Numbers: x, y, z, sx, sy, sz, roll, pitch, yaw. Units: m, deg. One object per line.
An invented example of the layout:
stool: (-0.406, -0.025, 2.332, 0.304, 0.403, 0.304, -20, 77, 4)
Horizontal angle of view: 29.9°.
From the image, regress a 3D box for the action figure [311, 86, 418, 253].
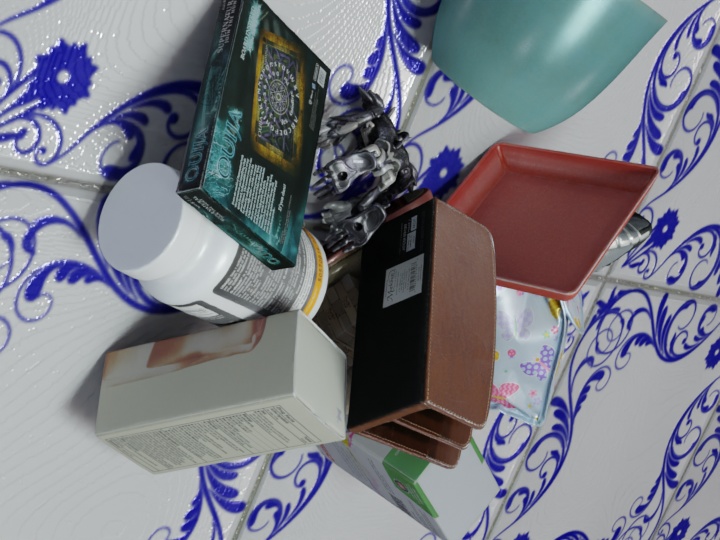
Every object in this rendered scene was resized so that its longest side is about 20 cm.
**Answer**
action figure: (-0.006, -0.097, 1.256, 0.200, 0.101, 0.120, -66, 136, -65)

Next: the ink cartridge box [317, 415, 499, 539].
ink cartridge box: (0.031, 0.177, 1.402, 0.084, 0.199, 0.145, -48, 141, -16)

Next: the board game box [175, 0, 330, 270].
board game box: (-0.085, -0.120, 1.124, 0.135, 0.028, 0.201, 41, 50, -46)

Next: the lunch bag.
lunch bag: (0.180, 0.041, 1.480, 0.170, 0.126, 0.201, -70, 171, -67)

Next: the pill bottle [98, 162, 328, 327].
pill bottle: (-0.125, -0.015, 1.169, 0.200, 0.116, 0.117, 30, 92, -52)

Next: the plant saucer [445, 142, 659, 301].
plant saucer: (0.177, -0.047, 1.373, 0.200, 0.199, 0.037, -50, 136, -33)

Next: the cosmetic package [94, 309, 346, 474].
cosmetic package: (-0.121, 0.110, 1.190, 0.103, 0.199, 0.088, 50, 34, -51)

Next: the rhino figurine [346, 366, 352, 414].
rhino figurine: (-0.012, 0.096, 1.346, 0.200, 0.087, 0.060, -49, 141, -9)

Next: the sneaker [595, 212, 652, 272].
sneaker: (0.261, -0.007, 1.637, 0.199, 0.075, 0.116, -13, 130, -29)

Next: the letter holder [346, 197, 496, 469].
letter holder: (0.079, 0.063, 1.228, 0.142, 0.100, 0.201, 26, 55, -34)

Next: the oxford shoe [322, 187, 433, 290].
oxford shoe: (0.000, 0.000, 1.316, 0.199, 0.070, 0.075, -32, 104, -5)

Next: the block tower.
block tower: (-0.056, 0.083, 1.303, 0.200, 0.054, 0.058, -38, 142, 15)

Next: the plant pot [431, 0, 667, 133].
plant pot: (0.162, -0.230, 1.280, 0.200, 0.201, 0.161, 17, 115, -51)
